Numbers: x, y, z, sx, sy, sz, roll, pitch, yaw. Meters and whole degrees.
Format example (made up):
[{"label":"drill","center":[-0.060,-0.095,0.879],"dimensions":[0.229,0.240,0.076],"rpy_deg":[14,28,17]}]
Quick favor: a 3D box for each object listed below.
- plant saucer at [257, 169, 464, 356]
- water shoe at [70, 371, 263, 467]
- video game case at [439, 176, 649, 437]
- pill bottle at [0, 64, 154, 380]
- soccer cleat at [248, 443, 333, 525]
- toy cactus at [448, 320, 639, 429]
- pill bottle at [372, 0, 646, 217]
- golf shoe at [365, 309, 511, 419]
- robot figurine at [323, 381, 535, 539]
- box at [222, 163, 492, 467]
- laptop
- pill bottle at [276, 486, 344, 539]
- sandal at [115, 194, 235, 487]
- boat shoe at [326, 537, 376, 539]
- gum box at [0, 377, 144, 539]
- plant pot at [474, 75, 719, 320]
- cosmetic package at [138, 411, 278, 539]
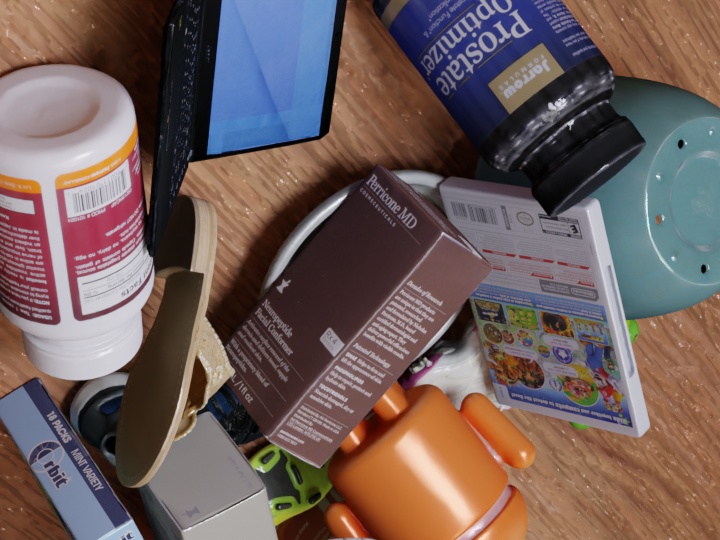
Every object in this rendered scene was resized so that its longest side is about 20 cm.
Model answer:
[{"label":"plant saucer","center":[0.000,0.000,1.601],"dimensions":[0.199,0.050,0.201],"rpy_deg":[-20,132,-23]},{"label":"water shoe","center":[-0.127,0.124,1.584],"dimensions":[0.199,0.079,0.072],"rpy_deg":[0,123,-36]},{"label":"video game case","center":[0.139,0.027,1.556],"dimensions":[0.018,0.143,0.201],"rpy_deg":[-38,124,-36]},{"label":"pill bottle","center":[-0.198,-0.028,1.387],"dimensions":[0.112,0.113,0.201],"rpy_deg":[-21,133,-22]},{"label":"soccer cleat","center":[-0.099,0.194,1.684],"dimensions":[0.200,0.084,0.065],"rpy_deg":[-38,100,-25]},{"label":"toy cactus","center":[0.153,0.051,1.742],"dimensions":[0.164,0.103,0.201],"rpy_deg":[-10,134,-6]},{"label":"pill bottle","center":[0.107,-0.142,1.443],"dimensions":[0.112,0.200,0.112],"rpy_deg":[-36,172,-6]},{"label":"golf shoe","center":[0.088,0.090,1.679],"dimensions":[0.199,0.075,0.092],"rpy_deg":[-34,103,20]},{"label":"robot figurine","center":[0.054,0.170,1.611],"dimensions":[0.144,0.116,0.200],"rpy_deg":[-42,98,-34]},{"label":"box","center":[-0.008,0.034,1.513],"dimensions":[0.200,0.100,0.075],"rpy_deg":[-49,136,6]},{"label":"laptop","center":[-0.074,-0.126,1.405],"dimensions":[0.103,0.200,0.178],"rpy_deg":[9,123,2]},{"label":"pill bottle","center":[0.018,0.261,1.710],"dimensions":[0.112,0.200,0.113],"rpy_deg":[-19,133,-22]},{"label":"sandal","center":[-0.118,0.056,1.490],"dimensions":[0.069,0.077,0.213],"rpy_deg":[14,83,-37]},{"label":"boat shoe","center":[0.029,0.253,1.519],"dimensions":[0.199,0.073,0.072],"rpy_deg":[17,118,-30]},{"label":"gum box","center":[-0.190,0.201,1.533],"dimensions":[0.044,0.170,0.201],"rpy_deg":[-30,136,-12]},{"label":"plant pot","center":[0.213,-0.055,1.577],"dimensions":[0.199,0.161,0.202],"rpy_deg":[-2,93,-34]},{"label":"cosmetic package","center":[-0.104,0.217,1.539],"dimensions":[0.073,0.104,0.201],"rpy_deg":[-24,132,-17]}]
